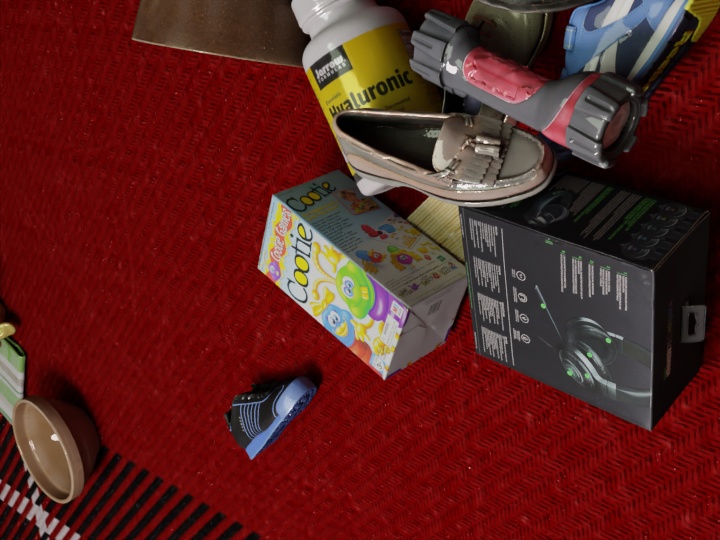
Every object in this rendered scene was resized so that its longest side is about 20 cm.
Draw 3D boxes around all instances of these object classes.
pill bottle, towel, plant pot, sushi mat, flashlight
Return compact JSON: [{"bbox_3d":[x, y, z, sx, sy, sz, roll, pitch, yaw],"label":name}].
[{"bbox_3d":[0.010,-0.184,0.934,0.111,0.111,0.201,-26,88,48],"label":"pill bottle"},{"bbox_3d":[-0.711,0.204,1.927,0.149,0.031,0.201,37,129,26],"label":"towel"},{"bbox_3d":[-0.128,-0.323,0.984,0.186,0.186,0.202,20,106,39],"label":"plant pot"},{"bbox_3d":[0.094,-0.034,0.990,0.096,0.012,0.200,57,138,9],"label":"sushi mat"},{"bbox_3d":[-0.538,0.308,1.743,0.200,0.092,0.202,22,124,37],"label":"plant pot"},{"bbox_3d":[0.125,-0.151,0.759,0.200,0.068,0.068,36,97,31],"label":"flashlight"}]

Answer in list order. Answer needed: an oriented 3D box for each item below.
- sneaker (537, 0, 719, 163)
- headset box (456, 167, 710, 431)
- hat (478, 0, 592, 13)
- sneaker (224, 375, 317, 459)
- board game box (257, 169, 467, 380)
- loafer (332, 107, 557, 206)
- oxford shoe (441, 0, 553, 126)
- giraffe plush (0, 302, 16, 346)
[{"bbox_3d":[0.199,-0.169,0.779,0.082,0.074,0.200,50,128,18],"label":"sneaker"},{"bbox_3d":[0.194,0.017,0.822,0.199,0.093,0.175,22,138,39],"label":"headset box"},{"bbox_3d":[0.148,-0.284,0.756,0.199,0.081,0.202,-3,80,16],"label":"hat"},{"bbox_3d":[-0.127,0.180,1.276,0.078,0.070,0.200,48,137,9],"label":"sneaker"},{"bbox_3d":[0.000,0.000,1.015,0.200,0.105,0.103,40,134,26],"label":"board game box"},{"bbox_3d":[0.063,-0.101,0.805,0.199,0.063,0.072,10,71,34],"label":"loafer"},{"bbox_3d":[0.116,-0.198,0.845,0.071,0.074,0.201,30,127,36],"label":"oxford shoe"},{"bbox_3d":[-0.730,0.075,1.804,0.172,0.201,0.162,-13,128,44],"label":"giraffe plush"}]
